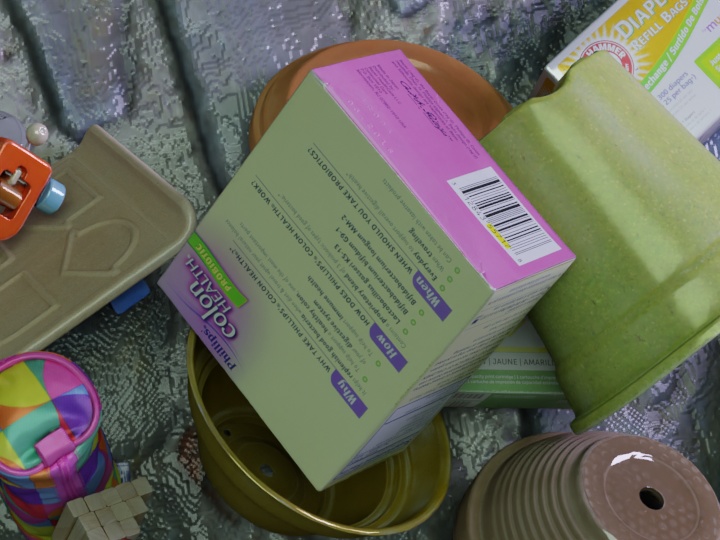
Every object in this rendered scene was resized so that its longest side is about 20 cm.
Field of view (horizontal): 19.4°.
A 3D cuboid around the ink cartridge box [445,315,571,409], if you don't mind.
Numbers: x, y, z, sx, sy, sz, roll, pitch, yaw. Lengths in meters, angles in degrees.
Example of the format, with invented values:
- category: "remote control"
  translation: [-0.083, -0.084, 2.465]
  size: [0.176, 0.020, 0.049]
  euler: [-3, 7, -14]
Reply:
- category: "ink cartridge box"
  translation: [0.084, -0.007, 1.436]
  size: [0.144, 0.048, 0.201]
  euler: [2, 71, -20]

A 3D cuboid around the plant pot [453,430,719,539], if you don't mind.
- category: "plant pot"
  translation: [0.167, 0.172, 1.356]
  size: [0.199, 0.093, 0.202]
  euler: [13, 45, -14]

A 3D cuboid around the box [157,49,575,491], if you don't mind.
- category: "box"
  translation: [0.000, 0.000, 1.302]
  size: [0.176, 0.200, 0.096]
  euler: [50, 35, 16]

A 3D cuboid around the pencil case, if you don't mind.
- category: "pencil case"
  translation: [-0.195, 0.119, 1.339]
  size: [0.088, 0.200, 0.089]
  euler: [0, 68, 1]

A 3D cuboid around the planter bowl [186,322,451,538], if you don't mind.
- category: "planter bowl"
  translation: [-0.045, 0.111, 1.386]
  size: [0.199, 0.084, 0.201]
  euler: [25, 38, -21]

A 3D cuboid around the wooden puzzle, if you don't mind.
- category: "wooden puzzle"
  translation: [-0.212, 0.004, 1.397]
  size: [0.200, 0.185, 0.046]
  euler: [-40, 125, -9]

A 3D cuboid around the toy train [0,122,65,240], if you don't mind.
- category: "toy train"
  translation: [-0.299, -0.056, 1.361]
  size: [0.199, 0.056, 0.151]
  euler: [27, 86, -33]

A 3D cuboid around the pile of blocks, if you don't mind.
- category: "pile of blocks"
  translation: [-0.191, 0.215, 1.347]
  size: [0.200, 0.082, 0.062]
  euler: [-44, 65, 27]

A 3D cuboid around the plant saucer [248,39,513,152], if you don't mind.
- category: "plant saucer"
  translation: [0.024, -0.092, 1.438]
  size: [0.199, 0.038, 0.201]
  euler: [6, 47, -7]

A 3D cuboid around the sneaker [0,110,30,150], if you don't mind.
- category: "sneaker"
  translation: [-0.303, -0.089, 1.402]
  size: [0.199, 0.082, 0.075]
  euler: [-5, 52, -40]

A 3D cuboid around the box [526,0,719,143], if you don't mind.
- category: "box"
  translation: [0.224, -0.150, 1.480]
  size: [0.200, 0.101, 0.113]
  euler: [-43, 84, -13]

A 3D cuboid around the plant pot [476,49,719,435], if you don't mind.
- category: "plant pot"
  translation: [0.160, -0.030, 1.338]
  size: [0.200, 0.200, 0.185]
  euler: [-37, 86, -12]
